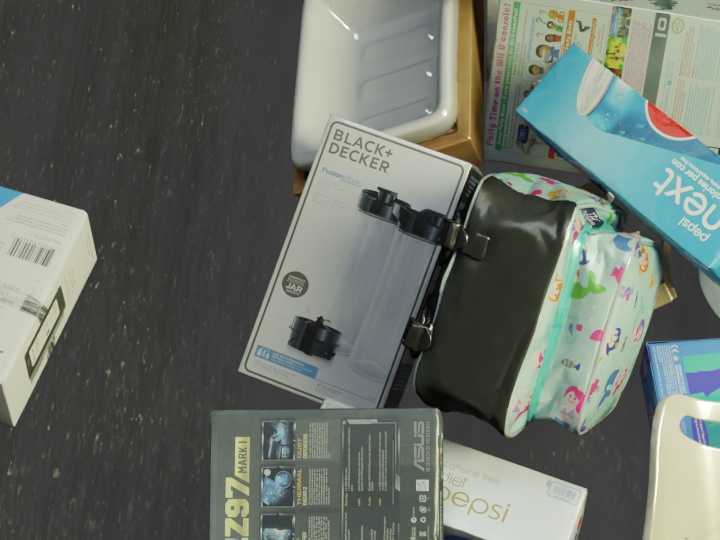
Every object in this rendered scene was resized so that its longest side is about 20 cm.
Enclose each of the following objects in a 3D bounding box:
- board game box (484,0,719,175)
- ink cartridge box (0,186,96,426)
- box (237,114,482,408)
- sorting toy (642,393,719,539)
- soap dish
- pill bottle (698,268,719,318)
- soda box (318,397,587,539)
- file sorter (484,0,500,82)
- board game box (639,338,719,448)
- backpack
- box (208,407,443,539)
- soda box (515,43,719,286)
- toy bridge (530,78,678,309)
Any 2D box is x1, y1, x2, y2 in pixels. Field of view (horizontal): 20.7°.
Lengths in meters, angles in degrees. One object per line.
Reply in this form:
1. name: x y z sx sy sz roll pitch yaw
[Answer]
1. board game box: 0.201 -0.148 1.535 0.198 0.148 0.064 10 29 6
2. ink cartridge box: -0.288 0.037 1.459 0.115 0.068 0.201 16 57 10
3. box: 0.000 0.000 1.434 0.116 0.060 0.201 21 90 13
4. sorting toy: 0.269 0.165 1.315 0.198 0.107 0.181 -6 80 -5
5. soap dish: 0.026 -0.151 1.553 0.156 0.081 0.201 -16 52 25
6. pill bottle: 0.344 -0.036 1.470 0.109 0.110 0.200 36 52 22
7. soda box: 0.055 0.160 1.376 0.199 0.068 0.064 19 60 13
8. file sorter: 0.205 -0.244 1.622 0.198 0.125 0.140 2 55 2
9. board game box: 0.313 0.119 1.421 0.198 0.045 0.153 -3 55 -2
10. backpack: 0.129 0.023 1.390 0.150 0.200 0.179 19 98 11
11. box: -0.023 0.193 1.312 0.156 0.051 0.202 -2 79 6
12. soda box: 0.207 -0.074 1.402 0.068 0.064 0.200 -49 59 3
13. toy bridge: 0.197 -0.069 1.491 0.067 0.027 0.201 -24 89 4
